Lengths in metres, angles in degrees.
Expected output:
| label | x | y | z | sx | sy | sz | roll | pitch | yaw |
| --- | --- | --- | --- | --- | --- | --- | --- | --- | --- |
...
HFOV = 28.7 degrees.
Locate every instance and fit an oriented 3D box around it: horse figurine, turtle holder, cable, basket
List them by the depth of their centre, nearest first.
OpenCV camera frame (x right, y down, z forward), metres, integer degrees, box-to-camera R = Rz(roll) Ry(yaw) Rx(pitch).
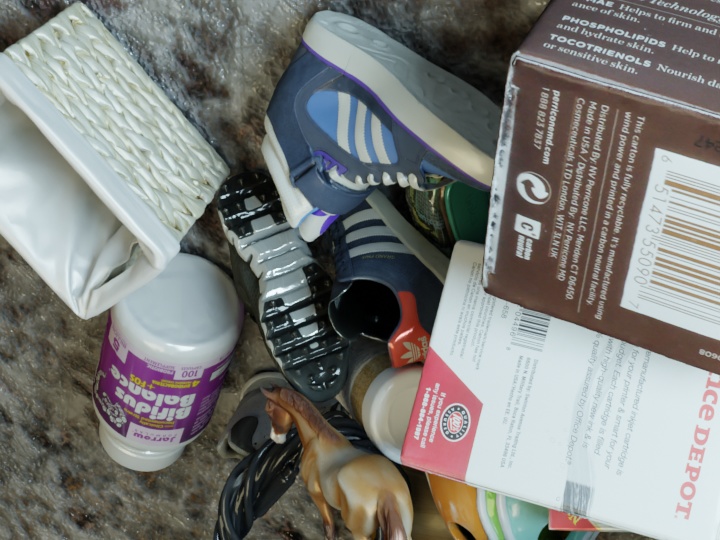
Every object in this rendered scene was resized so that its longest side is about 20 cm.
| label | x | y | z | sx | sy | sz | roll | pitch | yaw |
| --- | --- | --- | --- | --- | --- | --- | --- | --- | --- |
| horse figurine | -0.006 | 0.164 | 0.969 | 0.200 | 0.049 | 0.134 | -150 | 51 | -61 |
| turtle holder | 0.134 | 0.154 | 1.060 | 0.140 | 0.185 | 0.133 | -12 | 76 | 40 |
| basket | -0.218 | -0.087 | 1.098 | 0.200 | 0.124 | 0.135 | 49 | 135 | -12 |
| cable | -0.040 | 0.207 | 1.155 | 0.161 | 0.051 | 0.202 | 2 | 107 | 0 |

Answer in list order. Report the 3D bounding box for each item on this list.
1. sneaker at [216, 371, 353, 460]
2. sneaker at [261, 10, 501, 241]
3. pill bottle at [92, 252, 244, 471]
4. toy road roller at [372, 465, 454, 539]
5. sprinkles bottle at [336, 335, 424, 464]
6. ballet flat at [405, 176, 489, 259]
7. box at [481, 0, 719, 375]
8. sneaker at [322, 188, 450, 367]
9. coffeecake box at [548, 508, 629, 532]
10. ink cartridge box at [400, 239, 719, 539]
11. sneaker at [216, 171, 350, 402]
| label | x | y | z | sx | sy | sz | roll | pitch | yaw |
| --- | --- | --- | --- | --- | --- | --- | --- | --- | --- |
| sneaker | -0.038 | 0.144 | 1.186 | 0.198 | 0.116 | 0.076 | -6 | 123 | 36 |
| sneaker | 0.013 | -0.069 | 0.958 | 0.200 | 0.080 | 0.147 | 40 | 122 | 27 |
| pill bottle | -0.174 | 0.087 | 1.227 | 0.112 | 0.113 | 0.201 | 29 | 136 | 7 |
| toy road roller | 0.061 | 0.275 | 1.214 | 0.122 | 0.146 | 0.202 | 5 | 128 | 28 |
| sprinkles bottle | 0.018 | 0.088 | 1.048 | 0.068 | 0.068 | 0.200 | 49 | 176 | -14 |
| ballet flat | 0.076 | -0.006 | 1.036 | 0.074 | 0.074 | 0.202 | 6 | 127 | 28 |
| box | 0.183 | -0.079 | 0.798 | 0.163 | 0.200 | 0.167 | 18 | 133 | 17 |
| sneaker | 0.000 | 0.000 | 1.011 | 0.200 | 0.084 | 0.076 | 41 | 152 | 47 |
| coffeecake box | 0.226 | 0.094 | 0.925 | 0.198 | 0.073 | 0.155 | -3 | 81 | 19 |
| ink cartridge box | 0.143 | 0.077 | 0.873 | 0.198 | 0.146 | 0.084 | 14 | 176 | 21 |
| sneaker | -0.055 | 0.024 | 1.084 | 0.091 | 0.066 | 0.201 | 88 | 160 | -57 |
